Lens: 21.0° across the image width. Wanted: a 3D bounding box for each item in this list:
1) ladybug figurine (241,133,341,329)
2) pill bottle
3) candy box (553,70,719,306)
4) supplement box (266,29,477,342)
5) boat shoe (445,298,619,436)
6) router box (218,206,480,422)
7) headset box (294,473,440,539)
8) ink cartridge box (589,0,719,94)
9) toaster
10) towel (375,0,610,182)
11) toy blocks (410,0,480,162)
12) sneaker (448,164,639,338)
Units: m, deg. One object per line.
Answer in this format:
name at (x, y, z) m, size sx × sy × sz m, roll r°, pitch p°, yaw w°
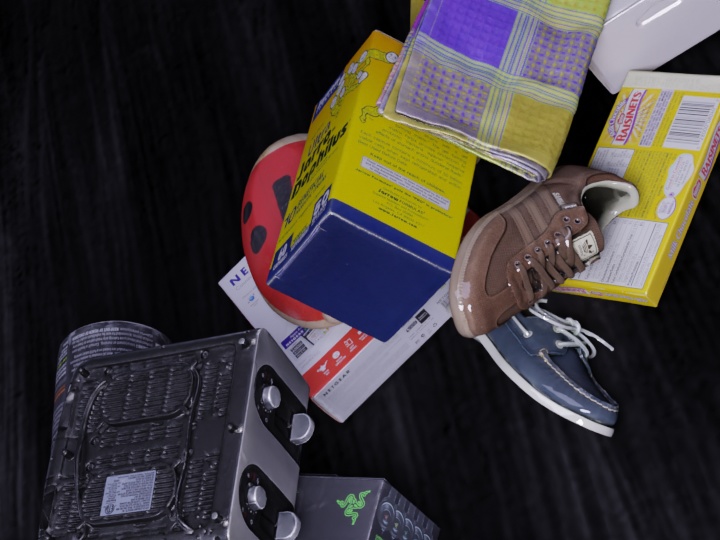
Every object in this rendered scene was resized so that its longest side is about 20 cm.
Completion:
ladybug figurine at (-0.042, -0.039, 1.598) m, size 0.136 × 0.072 × 0.200 m, roll -32°, pitch 47°, yaw 14°
pill bottle at (-0.208, 0.151, 1.633) m, size 0.106 × 0.106 × 0.200 m, roll -20°, pitch 51°, yaw 24°
candy box at (0.222, -0.068, 1.529) m, size 0.102 × 0.026 × 0.200 m, roll 8°, pitch 65°, yaw 43°
supplement box at (0.016, -0.066, 1.502) m, size 0.109 × 0.109 × 0.200 m, roll -48°, pitch 21°, yaw 46°
boat shoe at (0.139, 0.056, 1.474) m, size 0.062 × 0.075 × 0.200 m, roll -54°, pitch 35°, yaw 8°
router box at (0.000, 0.000, 1.626) m, size 0.200 × 0.049 × 0.180 m, roll -45°, pitch 45°, yaw 1°
headset box at (-0.051, 0.249, 1.460) m, size 0.174 × 0.093 × 0.200 m, roll -1°, pitch 59°, yaw 35°
ink cartridge box at (0.223, -0.266, 1.625) m, size 0.146 × 0.084 × 0.200 m, roll -31°, pitch 48°, yaw 15°
toaster at (-0.140, 0.154, 1.437) m, size 0.200 × 0.119 × 0.181 m, roll -11°, pitch 53°, yaw 25°
towel at (0.107, -0.167, 1.500) m, size 0.143 × 0.023 × 0.200 m, roll 23°, pitch 59°, yaw 1°
toy blocks at (0.088, -0.192, 1.634) m, size 0.100 × 0.137 × 0.200 m, roll 23°, pitch 75°, yaw 43°
sneaker at (0.138, -0.021, 1.448) m, size 0.075 × 0.071 × 0.200 m, roll 1°, pitch 35°, yaw 37°
